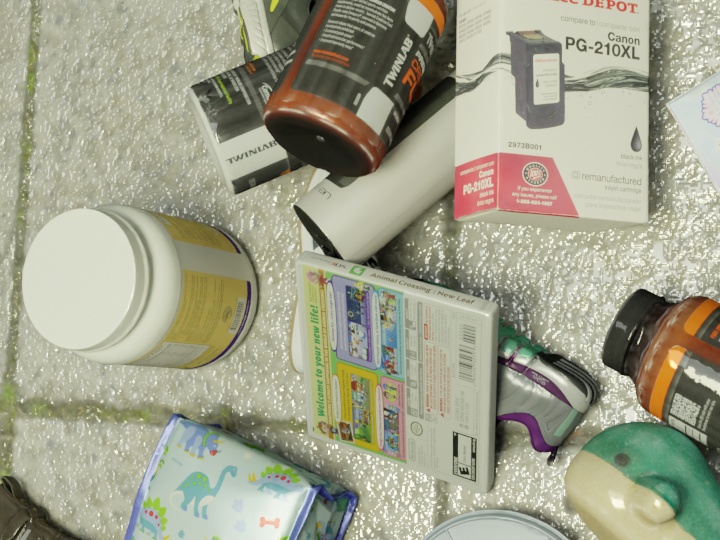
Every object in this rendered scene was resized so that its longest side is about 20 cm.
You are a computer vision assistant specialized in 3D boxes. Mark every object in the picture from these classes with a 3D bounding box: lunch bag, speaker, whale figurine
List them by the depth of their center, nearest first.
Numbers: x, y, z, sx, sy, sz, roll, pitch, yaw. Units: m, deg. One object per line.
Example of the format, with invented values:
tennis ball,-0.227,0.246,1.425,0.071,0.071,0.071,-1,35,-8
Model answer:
whale figurine,0.255,0.194,1.089,0.104,0.159,0.200,-47,52,-11
speaker,0.039,-0.087,1.218,0.200,0.081,0.081,-40,68,-8
lunch bag,-0.123,0.258,1.274,0.169,0.127,0.201,22,84,26

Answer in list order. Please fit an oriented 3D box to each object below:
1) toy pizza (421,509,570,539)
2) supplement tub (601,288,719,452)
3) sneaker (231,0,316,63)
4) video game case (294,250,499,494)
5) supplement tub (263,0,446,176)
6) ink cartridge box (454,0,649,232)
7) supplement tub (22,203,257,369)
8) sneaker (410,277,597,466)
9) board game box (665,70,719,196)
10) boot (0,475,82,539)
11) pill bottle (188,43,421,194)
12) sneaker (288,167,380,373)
toy pizza,0.121,0.305,1.199,0.199,0.032,0.202,-1,88,24
supplement tub,0.291,0.088,1.099,0.199,0.107,0.108,30,98,25
sneaker,-0.081,-0.269,1.350,0.084,0.075,0.201,-7,67,-9
video game case,0.031,0.089,1.205,0.181,0.022,0.201,15,130,23
supplement tub,0.005,-0.187,1.158,0.106,0.107,0.201,16,72,26
ink cartridge box,0.159,-0.140,1.162,0.084,0.144,0.202,168,105,-67
supplement tub,-0.202,0.017,1.296,0.144,0.200,0.147,-3,83,26
sneaker,0.103,0.085,1.213,0.199,0.074,0.088,34,104,24
board game box,0.379,-0.101,1.113,0.199,0.041,0.201,-31,72,20
boot,-0.341,0.328,1.412,0.173,0.069,0.201,20,86,29
pill bottle,-0.046,-0.153,1.264,0.199,0.106,0.107,-23,73,-7
sneaker,0.000,0.000,1.272,0.108,0.070,0.202,6,91,27
